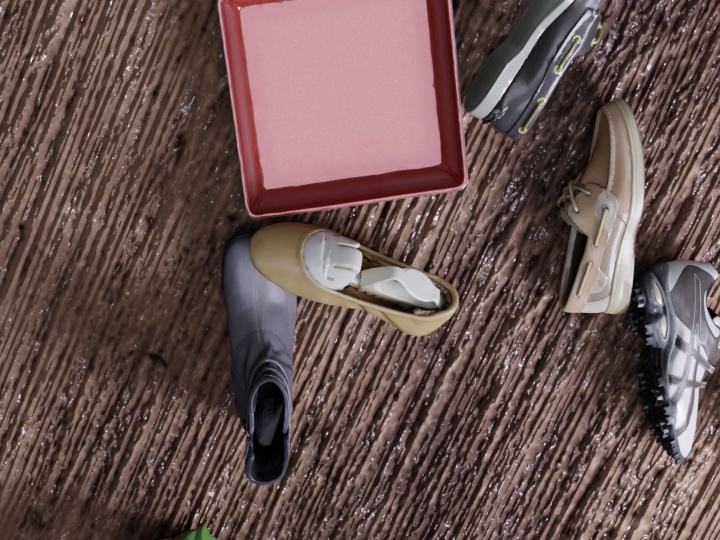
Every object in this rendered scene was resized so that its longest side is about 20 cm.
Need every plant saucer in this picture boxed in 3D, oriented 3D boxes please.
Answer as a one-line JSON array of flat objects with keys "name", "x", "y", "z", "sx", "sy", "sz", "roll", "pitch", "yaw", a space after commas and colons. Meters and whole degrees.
[{"name": "plant saucer", "x": -0.014, "y": -0.157, "z": 1.390, "sx": 0.198, "sy": 0.037, "sz": 0.201, "roll": -8, "pitch": 109, "yaw": -4}]

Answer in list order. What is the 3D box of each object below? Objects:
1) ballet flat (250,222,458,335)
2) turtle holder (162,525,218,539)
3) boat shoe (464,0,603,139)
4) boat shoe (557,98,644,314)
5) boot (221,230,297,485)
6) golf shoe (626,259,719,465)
[{"name": "ballet flat", "x": 0.000, "y": 0.000, "z": 1.402, "sx": 0.199, "sy": 0.063, "sz": 0.069, "roll": 20, "pitch": 65, "yaw": -28}, {"name": "turtle holder", "x": -0.161, "y": 0.337, "z": 1.463, "sx": 0.131, "sy": 0.141, "sz": 0.186, "roll": -24, "pitch": 72, "yaw": 19}, {"name": "boat shoe", "x": 0.171, "y": -0.205, "z": 1.381, "sx": 0.060, "sy": 0.072, "sz": 0.202, "roll": 31, "pitch": 109, "yaw": -19}, {"name": "boat shoe", "x": 0.212, "y": -0.054, "z": 1.431, "sx": 0.064, "sy": 0.071, "sz": 0.201, "roll": -2, "pitch": 109, "yaw": -7}, {"name": "boot", "x": -0.082, "y": 0.075, "z": 1.405, "sx": 0.069, "sy": 0.132, "sz": 0.201, "roll": -7, "pitch": 108, "yaw": -4}, {"name": "golf shoe", "x": 0.304, "y": 0.085, "z": 1.484, "sx": 0.094, "sy": 0.078, "sz": 0.201, "roll": -14, "pitch": 113, "yaw": -8}]
